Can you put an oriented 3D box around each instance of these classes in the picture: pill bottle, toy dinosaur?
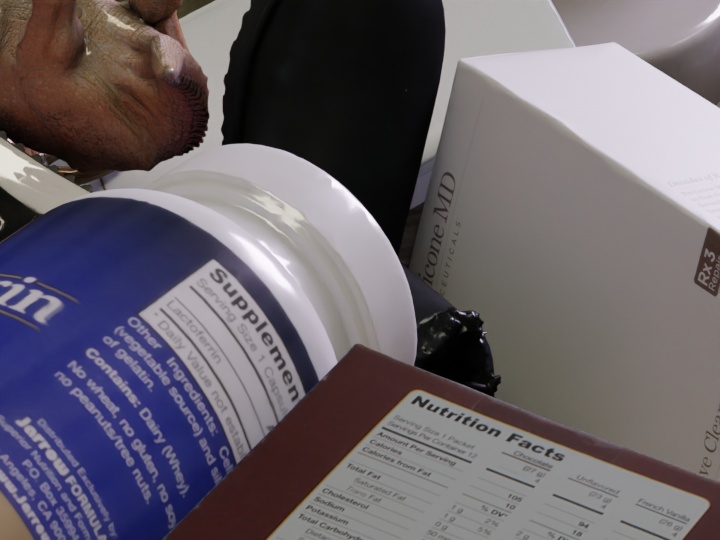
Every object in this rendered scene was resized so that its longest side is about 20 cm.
[{"bbox_3d":[-0.075,0.048,0.797,0.115,0.116,0.200,19,34,27],"label":"pill bottle"},{"bbox_3d":[-0.102,-0.063,1.064,0.199,0.136,0.086,13,34,44],"label":"toy dinosaur"}]

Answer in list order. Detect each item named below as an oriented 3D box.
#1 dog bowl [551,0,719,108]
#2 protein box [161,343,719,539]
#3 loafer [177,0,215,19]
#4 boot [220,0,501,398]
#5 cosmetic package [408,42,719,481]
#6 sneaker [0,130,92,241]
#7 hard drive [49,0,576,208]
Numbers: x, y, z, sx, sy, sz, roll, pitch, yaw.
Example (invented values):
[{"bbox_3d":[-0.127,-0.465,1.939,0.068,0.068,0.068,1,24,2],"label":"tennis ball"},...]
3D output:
[{"bbox_3d":[0.083,-0.103,1.220,0.199,0.059,0.201,-2,37,1],"label":"dog bowl"},{"bbox_3d":[0.004,0.167,0.748,0.134,0.200,0.200,20,42,27],"label":"protein box"},{"bbox_3d":[-0.050,-0.130,1.256,0.075,0.070,0.201,-2,37,2],"label":"loafer"},{"bbox_3d":[-0.001,-0.001,0.987,0.073,0.199,0.163,12,19,-26],"label":"boot"},{"bbox_3d":[0.109,0.014,1.006,0.081,0.114,0.200,-10,32,-40],"label":"cosmetic package"},{"bbox_3d":[-0.155,-0.005,1.027,0.199,0.070,0.090,26,46,26],"label":"sneaker"},{"bbox_3d":[-0.021,-0.063,1.132,0.199,0.027,0.132,-27,47,3],"label":"hard drive"}]
